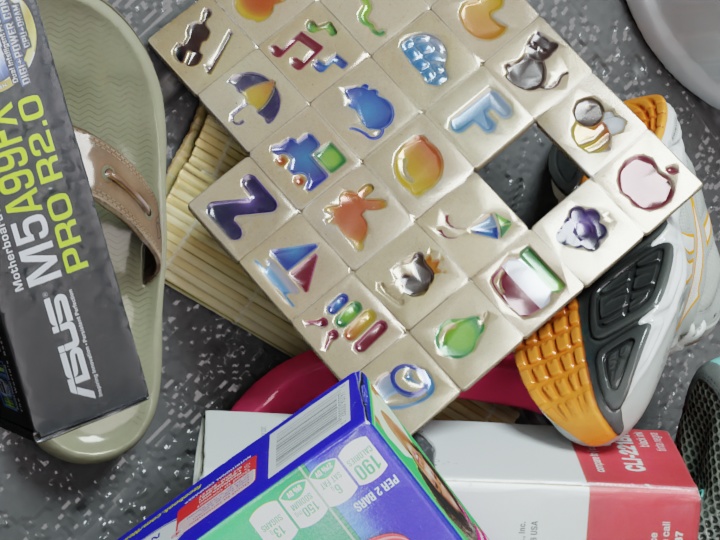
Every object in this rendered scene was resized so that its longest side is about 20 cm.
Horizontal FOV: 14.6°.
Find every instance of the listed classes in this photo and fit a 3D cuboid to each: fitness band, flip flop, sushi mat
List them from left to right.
[{"bbox_3d":[-0.114,-0.017,1.130,0.081,0.058,0.201,-4,100,-11],"label":"flip flop"},{"bbox_3d":[0.000,0.000,1.215,0.200,0.012,0.096,31,82,-24],"label":"sushi mat"},{"bbox_3d":[0.026,0.103,1.217,0.199,0.037,0.144,7,102,-23],"label":"fitness band"}]

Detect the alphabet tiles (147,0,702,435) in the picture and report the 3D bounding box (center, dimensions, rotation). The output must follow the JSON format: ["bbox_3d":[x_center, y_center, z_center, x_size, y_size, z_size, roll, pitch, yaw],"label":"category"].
[{"bbox_3d":[0.013,-0.054,1.156,0.167,0.008,0.200,-39,75,-12],"label":"alphabet tiles"}]

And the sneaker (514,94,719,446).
[{"bbox_3d":[0.123,0.013,1.195,0.092,0.075,0.200,54,32,-28],"label":"sneaker"}]

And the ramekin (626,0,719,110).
[{"bbox_3d":[0.220,-0.162,1.255,0.199,0.098,0.202,-3,97,-25],"label":"ramekin"}]

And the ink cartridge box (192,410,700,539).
[{"bbox_3d":[0.028,0.139,1.138,0.199,0.084,0.145,3,104,-4],"label":"ink cartridge box"}]

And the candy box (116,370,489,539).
[{"bbox_3d":[-0.006,0.169,1.061,0.169,0.077,0.200,-36,103,8],"label":"candy box"}]

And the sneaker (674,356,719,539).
[{"bbox_3d":[0.130,0.134,1.211,0.091,0.078,0.201,3,105,-24],"label":"sneaker"}]

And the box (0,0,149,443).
[{"bbox_3d":[-0.144,-0.050,0.962,0.044,0.160,0.201,-20,104,-23],"label":"box"}]
